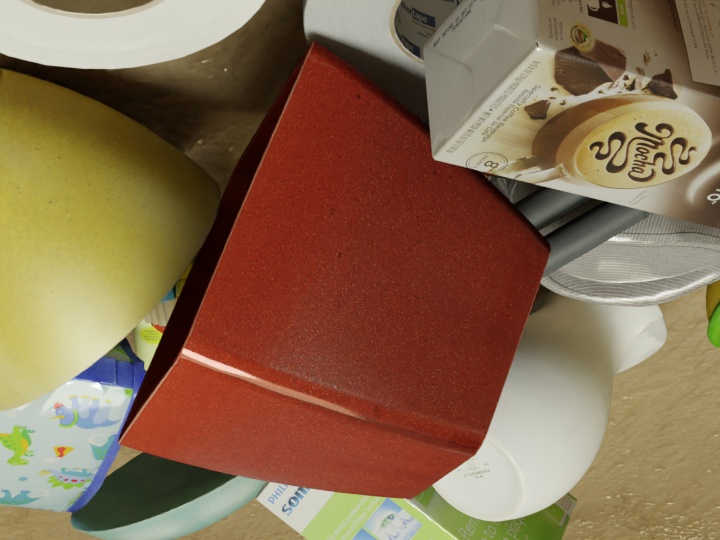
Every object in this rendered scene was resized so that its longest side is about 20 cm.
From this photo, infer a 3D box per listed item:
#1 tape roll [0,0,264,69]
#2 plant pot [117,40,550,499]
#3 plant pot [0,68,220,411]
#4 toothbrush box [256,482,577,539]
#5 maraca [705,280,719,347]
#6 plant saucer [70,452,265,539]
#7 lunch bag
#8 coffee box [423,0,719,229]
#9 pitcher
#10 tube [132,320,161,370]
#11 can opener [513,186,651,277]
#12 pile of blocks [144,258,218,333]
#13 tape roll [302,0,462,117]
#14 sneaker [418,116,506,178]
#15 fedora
[{"bbox_3d":[-0.141,-0.189,1.075,0.201,0.071,0.203,-2,152,-1],"label":"tape roll"},{"bbox_3d":[-0.007,0.024,1.185,0.176,0.201,0.200,24,157,-7],"label":"plant pot"},{"bbox_3d":[-0.205,-0.037,1.252,0.199,0.200,0.142,-25,117,35],"label":"plant pot"},{"bbox_3d":[0.044,0.167,1.510,0.200,0.146,0.086,37,119,1],"label":"toothbrush box"},{"bbox_3d":[0.302,-0.005,1.397,0.137,0.107,0.200,-24,159,-26],"label":"maraca"},{"bbox_3d":[-0.126,0.164,1.603,0.200,0.201,0.039,-19,104,27],"label":"plant saucer"},{"bbox_3d":[-0.260,0.094,1.512,0.169,0.128,0.200,8,159,-19],"label":"lunch bag"},{"bbox_3d":[0.148,-0.097,1.117,0.199,0.080,0.113,12,147,-24],"label":"coffee box"},{"bbox_3d":[0.108,0.092,1.487,0.171,0.200,0.122,-20,109,43],"label":"pitcher"},{"bbox_3d":[-0.140,0.067,1.557,0.052,0.058,0.200,34,148,16],"label":"tube"},{"bbox_3d":[0.155,-0.051,1.257,0.199,0.054,0.067,-30,175,-1],"label":"can opener"},{"bbox_3d":[-0.144,0.021,1.363,0.082,0.063,0.200,-20,-166,-35],"label":"pile of blocks"},{"bbox_3d":[0.067,-0.164,1.141,0.199,0.066,0.201,-3,151,-1],"label":"tape roll"},{"bbox_3d":[0.054,-0.085,1.273,0.199,0.078,0.082,9,-176,11],"label":"sneaker"},{"bbox_3d":[0.182,-0.036,1.352,0.199,0.091,0.177,0,151,-6],"label":"fedora"}]
